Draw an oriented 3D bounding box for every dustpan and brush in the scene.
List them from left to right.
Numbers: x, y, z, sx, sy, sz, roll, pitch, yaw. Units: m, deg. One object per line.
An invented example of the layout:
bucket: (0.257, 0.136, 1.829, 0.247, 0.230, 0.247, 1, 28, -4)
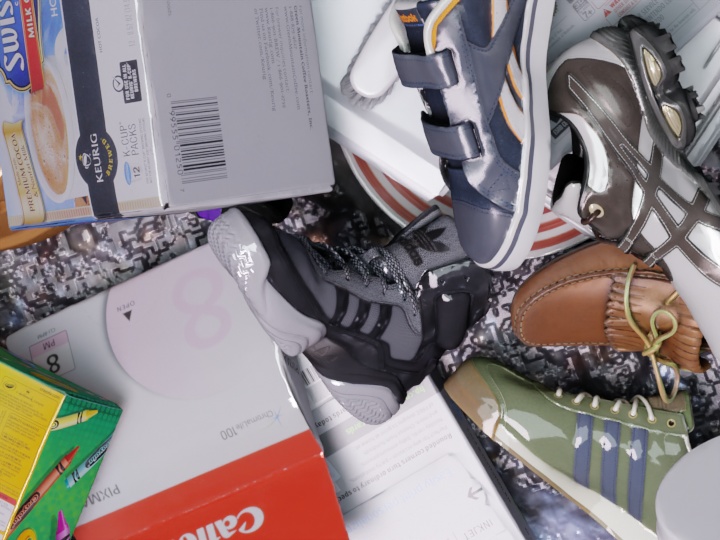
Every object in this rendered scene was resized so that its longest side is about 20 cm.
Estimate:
dustpan and brush: (0.038, -0.155, 1.568, 0.139, 0.057, 0.200, 33, 93, 2)

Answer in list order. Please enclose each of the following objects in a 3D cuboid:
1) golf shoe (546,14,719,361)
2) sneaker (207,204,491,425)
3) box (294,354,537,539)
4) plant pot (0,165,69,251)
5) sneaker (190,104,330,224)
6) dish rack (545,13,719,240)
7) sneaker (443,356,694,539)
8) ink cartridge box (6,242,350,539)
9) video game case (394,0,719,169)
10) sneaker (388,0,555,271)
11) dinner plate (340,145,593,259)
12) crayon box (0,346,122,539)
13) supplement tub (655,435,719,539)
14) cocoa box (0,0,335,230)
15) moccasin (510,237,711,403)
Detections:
golf shoe: (0.151, -0.031, 1.542, 0.094, 0.078, 0.201, -23, 97, -3)
sneaker: (0.000, 0.000, 1.571, 0.114, 0.200, 0.076, -38, 52, 3)
box: (0.002, 0.139, 1.686, 0.156, 0.041, 0.201, -31, 90, 11)
plant pot: (-0.233, -0.104, 1.644, 0.199, 0.140, 0.201, 1, 96, 8)
sneaker: (-0.053, -0.118, 1.638, 0.099, 0.069, 0.201, 18, 108, 25)
dish rack: (0.115, -0.126, 1.613, 0.200, 0.044, 0.172, 34, 102, 4)
sneaker: (0.150, 0.096, 1.647, 0.200, 0.067, 0.090, 39, 100, -3)
ink cartridge box: (-0.105, 0.098, 1.649, 0.162, 0.057, 0.201, -24, 61, 14)
video game case: (0.114, -0.185, 1.540, 0.200, 0.023, 0.182, -43, 109, 0)
sneaker: (0.054, -0.101, 1.494, 0.079, 0.078, 0.201, 2, 93, -24)
dinner plate: (0.082, -0.106, 1.653, 0.199, 0.024, 0.201, 1, 97, 10)
crayon box: (-0.243, 0.094, 1.661, 0.199, 0.058, 0.119, 24, 92, 33)
supplement tub: (0.235, 0.199, 1.576, 0.140, 0.141, 0.201, -8, 120, 10)
cocoa box: (-0.113, -0.129, 1.542, 0.131, 0.133, 0.201, -6, 93, 43)
moccasin: (0.184, 0.025, 1.616, 0.200, 0.078, 0.074, 2, 138, -2)
